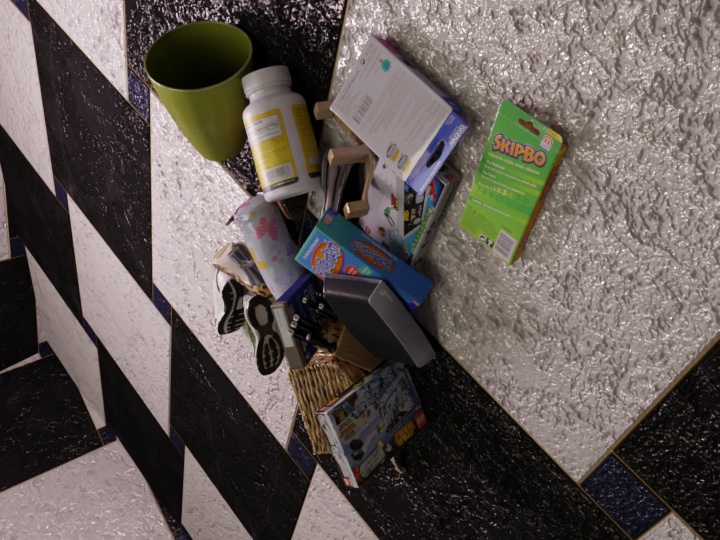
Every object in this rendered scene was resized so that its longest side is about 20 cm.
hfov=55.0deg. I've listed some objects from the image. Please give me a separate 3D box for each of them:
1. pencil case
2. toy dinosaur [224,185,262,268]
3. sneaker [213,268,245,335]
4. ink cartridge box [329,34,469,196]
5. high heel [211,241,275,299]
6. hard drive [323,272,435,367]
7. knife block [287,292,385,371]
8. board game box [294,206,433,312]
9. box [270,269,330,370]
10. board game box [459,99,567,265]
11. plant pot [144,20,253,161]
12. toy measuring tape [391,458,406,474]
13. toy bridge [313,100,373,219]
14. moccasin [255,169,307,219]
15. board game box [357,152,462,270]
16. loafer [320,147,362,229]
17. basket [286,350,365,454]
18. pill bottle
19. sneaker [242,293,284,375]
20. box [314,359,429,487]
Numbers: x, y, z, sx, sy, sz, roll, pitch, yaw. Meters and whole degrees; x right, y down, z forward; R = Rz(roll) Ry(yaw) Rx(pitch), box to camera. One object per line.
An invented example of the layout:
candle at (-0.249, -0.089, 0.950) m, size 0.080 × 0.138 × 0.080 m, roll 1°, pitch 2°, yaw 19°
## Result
pencil case at (-0.161, -0.043, 1.301) m, size 0.083 × 0.090 × 0.203 m, roll 14°, pitch 134°, yaw 58°
toy dinosaur at (-0.180, -0.049, 1.358) m, size 0.181 × 0.105 × 0.200 m, roll 44°, pitch 134°, yaw -6°
sneaker at (-0.312, 0.068, 1.630) m, size 0.080 × 0.072 × 0.203 m, roll 53°, pitch 142°, yaw 37°
ink cartridge box at (0.056, -0.211, 0.945) m, size 0.200 × 0.042 × 0.120 m, roll 48°, pitch 119°, yaw 23°
high heel at (-0.254, 0.009, 1.520) m, size 0.143 × 0.072 × 0.199 m, roll 48°, pitch 164°, yaw -18°
hard drive at (0.028, 0.084, 1.111) m, size 0.133 × 0.043 × 0.201 m, roll 8°, pitch 146°, yaw 41°
knife block at (-0.038, 0.128, 1.208) m, size 0.063 × 0.174 × 0.204 m, roll 16°, pitch 125°, yaw 45°
board game box at (0.000, 0.000, 1.099) m, size 0.198 × 0.045 × 0.152 m, roll 36°, pitch 155°, yaw -4°
box at (-0.093, 0.076, 1.256) m, size 0.032 × 0.200 × 0.124 m, roll -9°, pitch 109°, yaw 21°
board game box at (0.191, -0.111, 0.882) m, size 0.095 × 0.030 × 0.203 m, roll 42°, pitch 143°, yaw 26°
plant pot at (-0.267, -0.302, 1.241) m, size 0.186 × 0.186 × 0.202 m, roll 39°, pitch 154°, yaw 28°
toy measuring tape at (0.063, 0.312, 1.319) m, size 0.073 × 0.074 × 0.202 m, roll 23°, pitch 151°, yaw 42°
toy bridge at (-0.017, -0.178, 1.063) m, size 0.027 × 0.066 × 0.204 m, roll 119°, pitch 138°, yaw -63°
moccasin at (-0.152, -0.189, 1.236) m, size 0.077 × 0.073 × 0.205 m, roll -11°, pitch 107°, yaw 63°
board game box at (0.067, -0.103, 1.040) m, size 0.126 × 0.034 × 0.202 m, roll 47°, pitch 143°, yaw 21°
loafer at (-0.025, -0.097, 1.137) m, size 0.062 × 0.071 × 0.205 m, roll 19°, pitch 124°, yaw 39°
basket at (-0.039, 0.238, 1.383) m, size 0.140 × 0.149 × 0.204 m, roll -12°, pitch 106°, yaw 20°
pill bottle at (-0.131, -0.225, 1.142) m, size 0.110 × 0.110 × 0.205 m, roll -8°, pitch 98°, yaw 53°
sneaker at (-0.225, 0.137, 1.563) m, size 0.088 × 0.075 × 0.205 m, roll 27°, pitch 129°, yaw 57°
box at (0.025, 0.254, 1.189) m, size 0.039 × 0.198 × 0.140 m, roll -14°, pitch 102°, yaw 49°
